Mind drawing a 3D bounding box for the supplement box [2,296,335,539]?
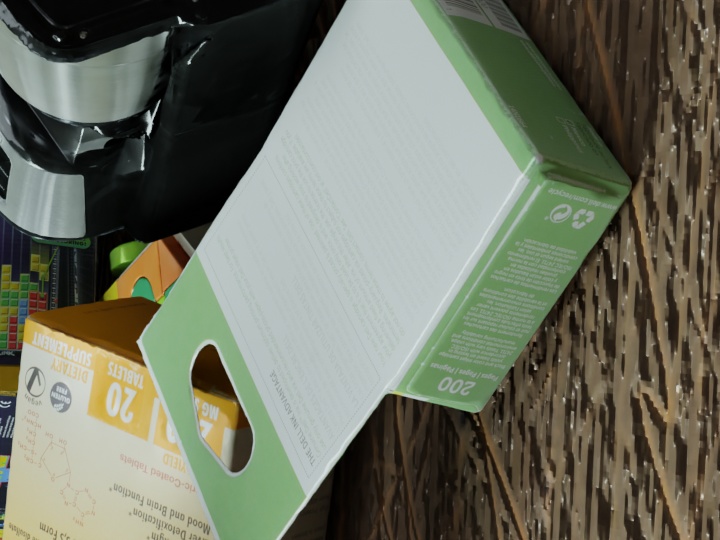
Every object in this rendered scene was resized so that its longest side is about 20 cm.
[{"bbox_3d":[-0.086,0.126,0.872,0.125,0.073,0.202,18,107,36],"label":"supplement box"}]

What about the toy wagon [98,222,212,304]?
[{"bbox_3d":[-0.079,0.042,0.956,0.200,0.039,0.156,-40,53,57],"label":"toy wagon"}]

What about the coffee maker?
[{"bbox_3d":[-0.068,-0.100,0.832,0.200,0.191,0.136,112,159,-68],"label":"coffee maker"}]

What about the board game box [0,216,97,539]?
[{"bbox_3d":[-0.182,0.032,1.097,0.200,0.056,0.166,120,150,-58],"label":"board game box"}]

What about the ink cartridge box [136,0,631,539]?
[{"bbox_3d":[0.000,0.000,0.743,0.201,0.048,0.146,-58,37,26],"label":"ink cartridge box"}]
